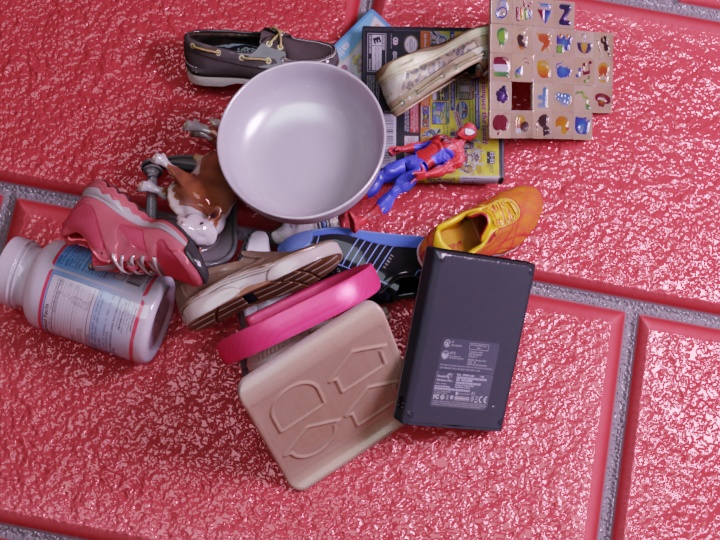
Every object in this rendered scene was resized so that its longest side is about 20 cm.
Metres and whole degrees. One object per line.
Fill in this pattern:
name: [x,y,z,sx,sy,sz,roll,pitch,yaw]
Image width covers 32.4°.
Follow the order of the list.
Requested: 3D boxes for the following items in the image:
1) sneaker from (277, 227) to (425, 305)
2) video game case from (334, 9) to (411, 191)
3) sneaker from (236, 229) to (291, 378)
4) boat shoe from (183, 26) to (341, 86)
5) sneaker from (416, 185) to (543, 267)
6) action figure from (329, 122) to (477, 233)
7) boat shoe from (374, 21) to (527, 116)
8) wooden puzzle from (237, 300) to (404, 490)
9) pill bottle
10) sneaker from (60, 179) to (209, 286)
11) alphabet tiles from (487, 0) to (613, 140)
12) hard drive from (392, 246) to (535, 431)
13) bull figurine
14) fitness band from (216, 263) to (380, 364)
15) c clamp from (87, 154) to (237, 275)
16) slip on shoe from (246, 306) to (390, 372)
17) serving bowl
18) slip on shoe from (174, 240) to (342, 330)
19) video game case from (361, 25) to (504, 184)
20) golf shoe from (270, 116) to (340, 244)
sneaker: [0.000,0.000,1.477,0.196,0.071,0.079,1,57,-9]
video game case: [0.037,-0.218,1.574,0.200,0.018,0.143,43,80,9]
sneaker: [-0.107,0.051,1.488,0.086,0.074,0.204,-5,82,-14]
boat shoe: [-0.123,-0.270,1.545,0.197,0.061,0.072,-1,40,4]
sneaker: [0.156,-0.051,1.485,0.199,0.077,0.073,-31,83,-33]
action figure: [0.059,-0.121,1.479,0.198,0.052,0.065,-32,49,-16]
boat shoe: [0.117,-0.248,1.515,0.197,0.073,0.064,-21,84,-3]
wooden puzzle: [-0.036,0.140,1.415,0.184,0.201,0.046,-32,45,-9]
pill bottle: [-0.326,0.029,1.462,0.197,0.109,0.110,19,76,4]
sneaker: [-0.255,-0.021,1.391,0.198,0.074,0.087,29,66,26]
alphabet tiles: [0.236,-0.247,1.524,0.197,0.008,0.170,-3,95,-32]
hard drive: [0.121,0.080,1.429,0.137,0.033,0.204,7,99,-26]
bull figurine: [-0.186,-0.106,1.473,0.120,0.065,0.201,33,47,5]
fitness band: [-0.069,0.049,1.384,0.198,0.144,0.038,-27,95,-11]
c clamp: [-0.227,-0.071,1.484,0.168,0.027,0.202,10,49,-10]
slip on shoe: [-0.042,0.093,1.438,0.198,0.074,0.062,-16,95,-37]
serving bowl: [-0.066,-0.140,1.445,0.196,0.066,0.203,-1,68,3]
slip on shoe: [-0.119,0.002,1.420,0.197,0.076,0.061,-25,71,-1]
video game case: [0.089,-0.208,1.550,0.177,0.026,0.204,1,75,0]
golf shoe: [-0.082,-0.126,1.524,0.095,0.078,0.204,-8,75,4]
